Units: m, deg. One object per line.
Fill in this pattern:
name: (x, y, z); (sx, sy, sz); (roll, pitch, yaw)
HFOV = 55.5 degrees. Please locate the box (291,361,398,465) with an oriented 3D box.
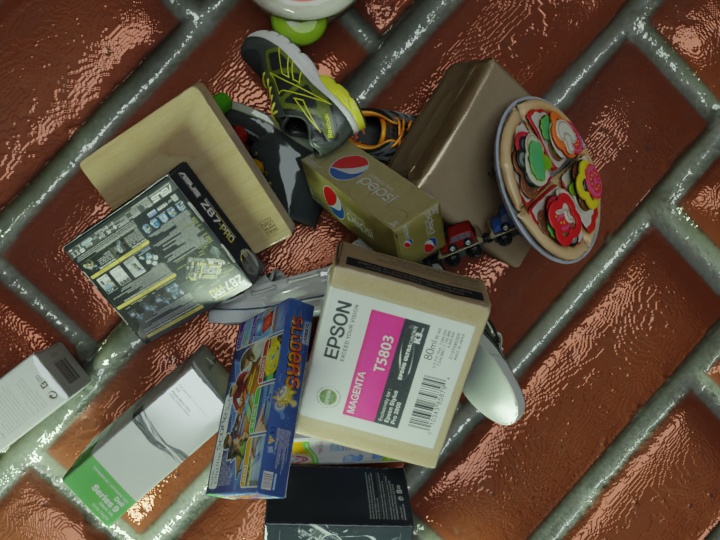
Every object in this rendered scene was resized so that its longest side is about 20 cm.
box: (-0.022, 0.185, 0.885); (0.197, 0.113, 0.103); (0, 58, -7)

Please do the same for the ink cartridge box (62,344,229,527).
ink cartridge box: (-0.252, 0.198, 0.858); (0.199, 0.146, 0.084); (-41, 98, -3)

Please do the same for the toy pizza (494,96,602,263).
toy pizza: (0.229, -0.109, 0.797); (0.198, 0.032, 0.203); (11, 72, -37)

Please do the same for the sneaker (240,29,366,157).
sneaker: (-0.086, -0.217, 0.836); (0.199, 0.075, 0.085); (40, 79, 20)

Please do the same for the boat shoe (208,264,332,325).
boat shoe: (-0.110, 0.032, 0.883); (0.197, 0.073, 0.066); (-8, 82, 20)

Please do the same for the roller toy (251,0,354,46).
roller toy: (-0.070, -0.402, 0.848); (0.200, 0.140, 0.182); (-44, 103, 7)

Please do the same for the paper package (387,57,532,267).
paper package: (0.158, -0.135, 0.876); (0.199, 0.103, 0.192); (33, 89, -29)

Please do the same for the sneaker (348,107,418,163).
sneaker: (0.048, -0.175, 0.907); (0.197, 0.077, 0.080); (1, 91, -8)

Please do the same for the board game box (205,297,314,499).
board game box: (-0.111, 0.143, 0.751); (0.034, 0.135, 0.203); (20, 64, -28)

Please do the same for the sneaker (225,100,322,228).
sneaker: (-0.123, -0.139, 0.890); (0.198, 0.075, 0.107); (26, 90, -8)

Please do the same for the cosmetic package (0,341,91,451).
cosmetic package: (-0.450, 0.183, 0.859); (0.199, 0.101, 0.072); (-38, 96, -4)

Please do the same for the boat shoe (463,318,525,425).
boat shoe: (0.131, 0.080, 0.783); (0.063, 0.071, 0.201); (-13, 58, -36)

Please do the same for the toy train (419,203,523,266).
toy train: (0.121, -0.036, 0.822); (0.198, 0.034, 0.046); (-22, 121, 16)

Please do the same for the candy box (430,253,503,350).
candy box: (0.066, 0.062, 0.868); (0.135, 0.061, 0.201); (-25, 63, -18)

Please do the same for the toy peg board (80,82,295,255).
toy peg board: (-0.200, -0.109, 0.854); (0.198, 0.098, 0.200); (-23, 112, 26)

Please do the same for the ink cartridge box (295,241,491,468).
ink cartridge box: (0.029, 0.091, 0.724); (0.162, 0.075, 0.203); (13, 111, -3)

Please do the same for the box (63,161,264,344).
box: (-0.240, -0.015, 0.834); (0.198, 0.049, 0.162); (-27, 108, 27)

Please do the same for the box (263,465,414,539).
box: (-0.037, 0.362, 0.881); (0.179, 0.104, 0.203); (3, 116, -5)

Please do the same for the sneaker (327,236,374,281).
sneaker: (0.000, 0.000, 0.814); (0.070, 0.073, 0.203); (25, 56, -27)

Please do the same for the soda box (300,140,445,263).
soda box: (0.011, -0.083, 0.807); (0.067, 0.200, 0.065); (-31, 134, -18)
